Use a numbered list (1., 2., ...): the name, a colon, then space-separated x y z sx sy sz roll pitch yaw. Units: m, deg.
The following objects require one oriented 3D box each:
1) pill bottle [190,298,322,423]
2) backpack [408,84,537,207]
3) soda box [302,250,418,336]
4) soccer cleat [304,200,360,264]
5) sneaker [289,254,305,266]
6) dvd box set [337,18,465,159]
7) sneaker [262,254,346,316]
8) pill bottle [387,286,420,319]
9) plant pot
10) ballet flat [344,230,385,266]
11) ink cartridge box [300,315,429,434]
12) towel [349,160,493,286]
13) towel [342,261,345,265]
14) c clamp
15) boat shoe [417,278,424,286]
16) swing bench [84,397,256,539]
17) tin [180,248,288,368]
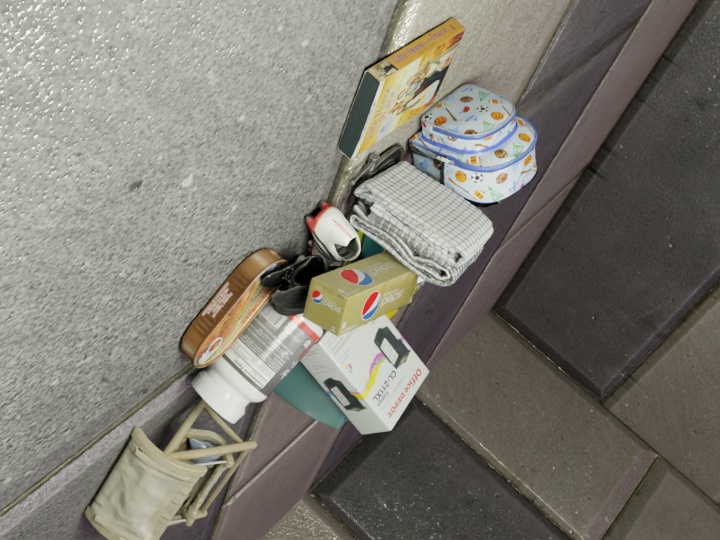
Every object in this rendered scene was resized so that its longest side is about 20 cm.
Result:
1. pill bottle: -0.162 0.130 1.380 0.200 0.116 0.116 -48 166 -5
2. backpack: 0.194 -0.202 1.454 0.200 0.190 0.155 -43 149 -25
3. soda box: 0.006 0.030 1.293 0.199 0.067 0.065 -21 132 -53
4. soccer cleat: -0.036 -0.040 1.383 0.069 0.085 0.200 -46 166 -12
5. sneaker: -0.075 0.038 1.459 0.079 0.090 0.200 -49 170 3
6. dvd box set: 0.057 -0.252 1.227 0.200 0.029 0.147 -39 163 -38
7. sneaker: -0.059 0.016 1.307 0.198 0.060 0.104 -17 158 -30
8. pill bottle: 0.026 0.052 1.772 0.200 0.111 0.111 -44 166 -16
9. plant pot: -0.073 0.170 1.590 0.141 0.200 0.142 -37 162 -40
10. ballet flat: 0.000 0.000 1.448 0.067 0.066 0.201 -39 -152 54
11. ink cartridge box: 0.005 0.152 1.491 0.083 0.200 0.146 -19 -155 49
12. towel: 0.091 -0.070 1.365 0.165 0.199 0.086 -38 159 -57
13. towel: 0.055 -0.037 1.631 0.148 0.031 0.201 4 136 -26
14. c clamp: 0.008 -0.126 1.431 0.171 0.027 0.201 -46 165 -36
15. boat shoe: 0.033 0.046 1.626 0.198 0.069 0.074 -19 -160 1
16. swing bench: -0.309 0.337 1.448 0.200 0.130 0.200 -55 165 25
17. tin: -0.182 0.053 1.281 0.200 0.042 0.112 -51 162 2
